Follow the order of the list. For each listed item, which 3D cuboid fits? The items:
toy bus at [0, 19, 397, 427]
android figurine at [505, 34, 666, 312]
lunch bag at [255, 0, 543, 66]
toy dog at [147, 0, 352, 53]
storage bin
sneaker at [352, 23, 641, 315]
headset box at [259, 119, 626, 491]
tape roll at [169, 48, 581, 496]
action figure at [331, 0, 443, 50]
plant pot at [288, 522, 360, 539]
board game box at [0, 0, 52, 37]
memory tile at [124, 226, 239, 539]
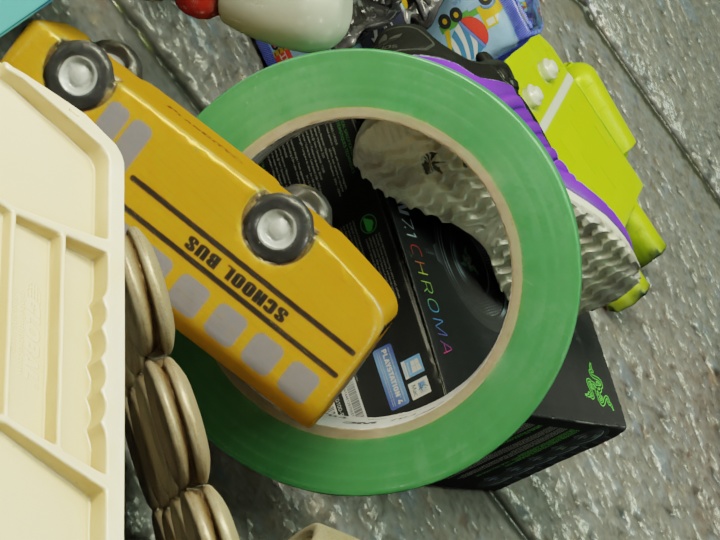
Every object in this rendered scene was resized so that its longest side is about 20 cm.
[{"bbox_3d":[-0.075,-0.025,1.082,0.200,0.078,0.065,37,9,2],"label":"toy bus"},{"bbox_3d":[0.126,-0.075,1.589,0.200,0.041,0.182,57,28,-12],"label":"android figurine"},{"bbox_3d":[0.010,-0.164,1.353,0.094,0.150,0.200,0,64,-59],"label":"lunch bag"},{"bbox_3d":[-0.098,-0.171,1.150,0.200,0.097,0.132,12,16,-13],"label":"toy dog"},{"bbox_3d":[-0.177,0.051,0.792,0.094,0.200,0.199,34,38,-37],"label":"storage bin"},{"bbox_3d":[0.071,-0.057,1.243,0.200,0.069,0.100,39,34,-39],"label":"sneaker"},{"bbox_3d":[0.037,0.016,1.297,0.200,0.093,0.174,13,54,-55],"label":"headset box"},{"bbox_3d":[0.000,0.000,1.132,0.201,0.200,0.048,62,7,0],"label":"tape roll"},{"bbox_3d":[-0.041,-0.199,1.249,0.200,0.119,0.102,40,45,-25],"label":"action figure"},{"bbox_3d":[0.024,0.205,1.040,0.200,0.187,0.187,44,30,-4],"label":"plant pot"},{"bbox_3d":[-0.153,-0.189,1.051,0.151,0.200,0.047,55,4,-12],"label":"board game box"},{"bbox_3d":[-0.077,0.067,0.995,0.200,0.017,0.154,138,-64,-78],"label":"memory tile"}]
